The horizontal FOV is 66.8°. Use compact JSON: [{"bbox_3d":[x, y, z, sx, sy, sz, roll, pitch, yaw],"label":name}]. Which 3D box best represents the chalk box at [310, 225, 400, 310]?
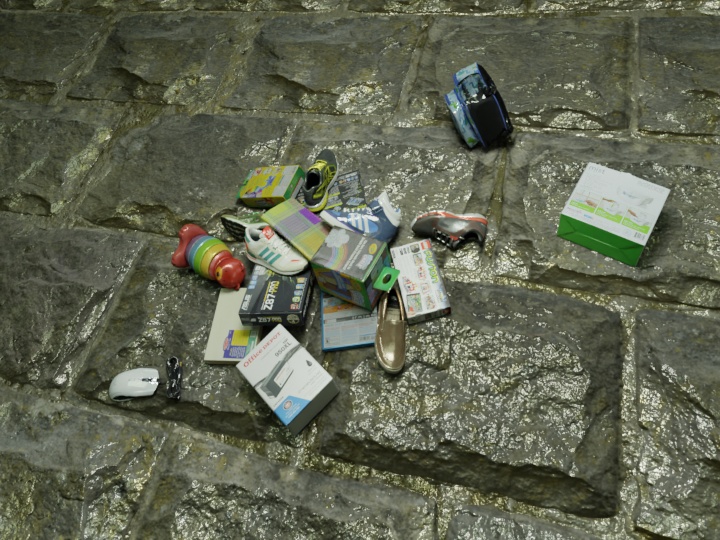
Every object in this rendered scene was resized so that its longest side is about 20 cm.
[{"bbox_3d":[0.000,0.000,1.316,0.197,0.125,0.126,21,61,24],"label":"chalk box"}]

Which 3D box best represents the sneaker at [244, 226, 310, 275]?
[{"bbox_3d":[-0.217,-0.056,1.377,0.196,0.095,0.070,18,44,29],"label":"sneaker"}]

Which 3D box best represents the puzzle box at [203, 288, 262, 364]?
[{"bbox_3d":[-0.311,0.139,1.380,0.129,0.026,0.204,0,60,10],"label":"puzzle box"}]

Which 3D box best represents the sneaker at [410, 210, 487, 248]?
[{"bbox_3d":[0.223,-0.099,1.381,0.195,0.077,0.084,0,65,13],"label":"sneaker"}]

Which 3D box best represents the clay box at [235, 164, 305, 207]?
[{"bbox_3d":[-0.258,-0.239,1.559,0.196,0.048,0.117,4,59,37],"label":"clay box"}]

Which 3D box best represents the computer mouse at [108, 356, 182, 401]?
[{"bbox_3d":[-0.533,0.275,1.336,0.195,0.044,0.112,-11,59,6],"label":"computer mouse"}]

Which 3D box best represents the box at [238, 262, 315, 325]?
[{"bbox_3d":[-0.201,0.050,1.361,0.157,0.050,0.202,-2,41,10],"label":"box"}]

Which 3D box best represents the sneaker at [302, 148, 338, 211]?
[{"bbox_3d":[-0.108,-0.261,1.487,0.073,0.085,0.204,3,60,13],"label":"sneaker"}]

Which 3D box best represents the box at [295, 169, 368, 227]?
[{"bbox_3d":[-0.078,-0.181,1.510,0.195,0.045,0.163,-16,58,2],"label":"box"}]

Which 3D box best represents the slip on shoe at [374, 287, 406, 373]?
[{"bbox_3d":[0.074,0.135,1.272,0.074,0.061,0.204,8,57,-5],"label":"slip on shoe"}]

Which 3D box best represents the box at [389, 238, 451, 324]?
[{"bbox_3d":[0.146,0.024,1.346,0.107,0.035,0.204,-14,58,3],"label":"box"}]

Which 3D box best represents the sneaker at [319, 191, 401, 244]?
[{"bbox_3d":[0.009,-0.149,1.417,0.197,0.081,0.149,29,86,3],"label":"sneaker"}]

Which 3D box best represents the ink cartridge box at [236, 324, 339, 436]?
[{"bbox_3d":[-0.167,0.247,1.251,0.144,0.085,0.199,-42,60,-15],"label":"ink cartridge box"}]

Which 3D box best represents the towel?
[{"bbox_3d":[-0.145,-0.101,1.400,0.199,0.023,0.143,40,41,10],"label":"towel"}]

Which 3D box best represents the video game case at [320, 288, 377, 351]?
[{"bbox_3d":[-0.028,0.095,1.351,0.139,0.018,0.204,-8,59,8],"label":"video game case"}]

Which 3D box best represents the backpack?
[{"bbox_3d":[0.317,-0.461,1.514,0.145,0.183,0.203,-24,45,21],"label":"backpack"}]

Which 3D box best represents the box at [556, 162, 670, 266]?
[{"bbox_3d":[0.603,-0.140,1.310,0.197,0.097,0.178,25,67,24],"label":"box"}]

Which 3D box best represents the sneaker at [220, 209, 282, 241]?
[{"bbox_3d":[-0.293,-0.131,1.520,0.195,0.078,0.090,12,49,13],"label":"sneaker"}]

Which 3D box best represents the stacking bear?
[{"bbox_3d":[-0.384,-0.023,1.440,0.198,0.113,0.124,30,106,27],"label":"stacking bear"}]
